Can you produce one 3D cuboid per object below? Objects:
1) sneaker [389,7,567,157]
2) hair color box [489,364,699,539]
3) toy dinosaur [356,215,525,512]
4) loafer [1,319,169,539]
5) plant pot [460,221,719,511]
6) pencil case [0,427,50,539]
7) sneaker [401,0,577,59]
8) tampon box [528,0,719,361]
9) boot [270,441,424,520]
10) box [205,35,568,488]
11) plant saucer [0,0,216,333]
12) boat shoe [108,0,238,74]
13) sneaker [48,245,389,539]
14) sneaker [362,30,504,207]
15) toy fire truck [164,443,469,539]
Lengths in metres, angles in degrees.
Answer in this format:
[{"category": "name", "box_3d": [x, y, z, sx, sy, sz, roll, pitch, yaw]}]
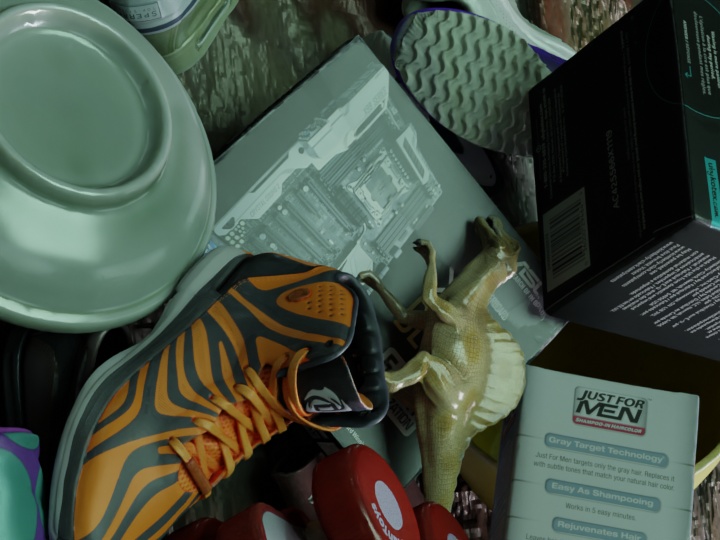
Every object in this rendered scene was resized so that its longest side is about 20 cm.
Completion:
[{"category": "sneaker", "box_3d": [0.092, -0.106, 1.089, 0.199, 0.099, 0.070, 20, 96, -27]}, {"category": "hair color box", "box_3d": [0.118, 0.159, 0.940, 0.098, 0.061, 0.201, 10, 64, -2]}, {"category": "toy dinosaur", "box_3d": [0.038, 0.059, 0.924, 0.100, 0.058, 0.202, 15, 80, -19]}, {"category": "loafer", "box_3d": [-0.125, 0.118, 0.865, 0.072, 0.063, 0.202, -11, 90, -52]}, {"category": "plant pot", "box_3d": [0.134, 0.090, 1.109, 0.142, 0.198, 0.201, 91, 18, -53]}, {"category": "pencil case", "box_3d": [-0.175, 0.171, 0.774, 0.092, 0.085, 0.202, 2, 78, -47]}, {"category": "sneaker", "box_3d": [0.086, -0.129, 1.180, 0.200, 0.078, 0.100, 48, 44, -20]}, {"category": "tampon box", "box_3d": [0.213, -0.043, 1.003, 0.199, 0.126, 0.151, 16, 59, -29]}, {"category": "boot", "box_3d": [0.038, 0.158, 1.048, 0.199, 0.072, 0.168, -23, 101, -47]}, {"category": "box", "box_3d": [0.000, 0.000, 0.974, 0.158, 0.050, 0.200, -42, 99, -18]}, {"category": "plant saucer", "box_3d": [-0.147, -0.070, 0.850, 0.199, 0.050, 0.202, 19, 55, -28]}, {"category": "boat shoe", "box_3d": [-0.084, -0.192, 1.006, 0.201, 0.071, 0.062, -61, 150, -35]}, {"category": "sneaker", "box_3d": [-0.057, 0.064, 0.819, 0.201, 0.111, 0.078, -61, 143, -35]}, {"category": "sneaker", "box_3d": [0.037, -0.034, 1.090, 0.129, 0.079, 0.201, 24, 52, -36]}, {"category": "toy fire truck", "box_3d": [-0.002, 0.192, 0.843, 0.200, 0.112, 0.169, 43, 26, -51]}]
